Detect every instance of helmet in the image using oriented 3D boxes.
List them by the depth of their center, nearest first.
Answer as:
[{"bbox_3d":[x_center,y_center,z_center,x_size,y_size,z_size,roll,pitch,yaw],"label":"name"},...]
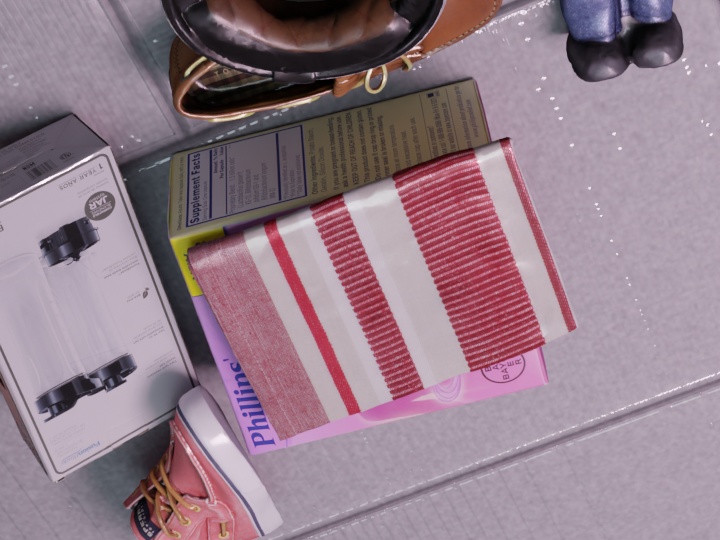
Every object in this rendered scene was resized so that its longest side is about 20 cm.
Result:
[{"bbox_3d":[-0.030,-0.216,0.897,0.199,0.192,0.200,-1,155,-1],"label":"helmet"}]

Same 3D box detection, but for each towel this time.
[{"bbox_3d":[0.015,0.011,1.042,0.199,0.023,0.145,-20,122,7],"label":"towel"}]

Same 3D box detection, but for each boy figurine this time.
[{"bbox_3d":[0.141,-0.209,0.991,0.124,0.065,0.201,-10,128,5],"label":"boy figurine"}]

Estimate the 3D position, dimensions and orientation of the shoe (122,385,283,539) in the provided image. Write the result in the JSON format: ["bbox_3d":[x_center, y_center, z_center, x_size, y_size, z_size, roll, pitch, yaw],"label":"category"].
[{"bbox_3d":[-0.112,0.147,1.162,0.091,0.072,0.200,-30,156,-6],"label":"shoe"}]

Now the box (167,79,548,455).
[{"bbox_3d":[0.000,0.000,1.103,0.199,0.097,0.177,-13,125,5],"label":"box"}]

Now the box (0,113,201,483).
[{"bbox_3d":[-0.184,0.020,1.097,0.116,0.060,0.201,-30,126,-17],"label":"box"}]

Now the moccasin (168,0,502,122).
[{"bbox_3d":[-0.015,-0.134,1.020,0.200,0.078,0.074,-12,125,4],"label":"moccasin"}]
